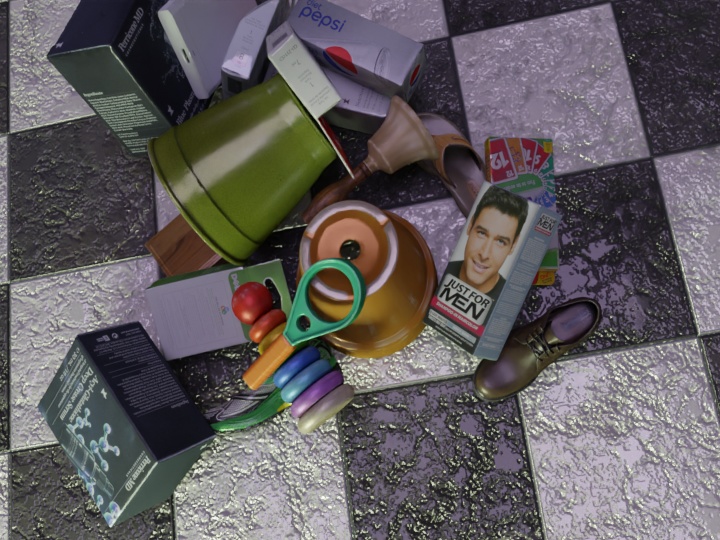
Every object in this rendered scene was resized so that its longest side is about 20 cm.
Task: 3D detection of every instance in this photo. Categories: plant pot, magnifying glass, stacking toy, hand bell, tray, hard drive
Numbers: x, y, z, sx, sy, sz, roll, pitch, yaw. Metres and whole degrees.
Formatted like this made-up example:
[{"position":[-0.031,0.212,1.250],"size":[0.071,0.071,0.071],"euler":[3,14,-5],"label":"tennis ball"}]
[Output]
[{"position":[-0.139,-0.147,0.959],"size":[0.191,0.200,0.202],"euler":[-36,73,7],"label":"plant pot"},{"position":[-0.071,0.067,0.866],"size":[0.080,0.022,0.200],"euler":[47,110,12],"label":"magnifying glass"},{"position":[-0.094,0.100,0.930],"size":[0.085,0.085,0.202],"euler":[-36,79,-2],"label":"stacking toy"},{"position":[0.000,-0.131,0.995],"size":[0.199,0.104,0.105],"euler":[-39,73,-1],"label":"hand bell"},{"position":[-0.213,-0.064,1.086],"size":[0.199,0.037,0.099],"euler":[-41,73,-2],"label":"tray"},{"position":[-0.211,-0.364,1.073],"size":[0.026,0.133,0.202],"euler":[1,45,25],"label":"hard drive"},{"position":[0.000,0.000,0.958],"size":[0.195,0.183,0.205],"euler":[-2,75,8],"label":"plant pot"}]

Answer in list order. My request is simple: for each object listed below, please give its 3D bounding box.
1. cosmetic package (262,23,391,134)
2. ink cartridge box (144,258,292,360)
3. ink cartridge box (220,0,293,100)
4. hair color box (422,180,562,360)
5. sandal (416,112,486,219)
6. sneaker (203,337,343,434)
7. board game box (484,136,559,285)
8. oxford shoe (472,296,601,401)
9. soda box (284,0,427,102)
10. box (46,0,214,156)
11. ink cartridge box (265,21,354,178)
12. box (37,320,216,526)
[{"position":[-0.035,-0.281,1.090],"size":[0.195,0.081,0.115],"euler":[14,80,11],"label":"cosmetic package"},{"position":[-0.187,0.048,1.021],"size":[0.195,0.059,0.106],"euler":[-13,101,6],"label":"ink cartridge box"},{"position":[-0.149,-0.344,1.083],"size":[0.056,0.163,0.204],"euler":[17,79,-6],"label":"ink cartridge box"},{"position":[0.167,0.000,0.942],"size":[0.098,0.060,0.204],"euler":[31,102,44],"label":"hair color box"},{"position":[0.134,-0.153,1.043],"size":[0.080,0.054,0.202],"euler":[-35,73,-1],"label":"sandal"},{"position":[-0.126,0.155,0.991],"size":[0.197,0.078,0.086],"euler":[-29,86,-8],"label":"sneaker"},{"position":[0.222,-0.083,1.010],"size":[0.093,0.030,0.205],"euler":[1,81,-8],"label":"board game box"},{"position":[0.226,0.095,0.950],"size":[0.199,0.084,0.073],"euler":[-38,75,-1],"label":"oxford shoe"},{"position":[-0.008,-0.308,1.018],"size":[0.197,0.063,0.069],"euler":[29,84,15],"label":"soda box"},{"position":[-0.303,-0.305,1.043],"size":[0.115,0.201,0.200],"euler":[-1,58,25],"label":"box"},{"position":[-0.053,-0.225,0.937],"size":[0.044,0.201,0.177],"euler":[-35,113,7],"label":"ink cartridge box"},{"position":[-0.310,0.197,0.967],"size":[0.201,0.106,0.149],"euler":[49,119,17],"label":"box"}]
